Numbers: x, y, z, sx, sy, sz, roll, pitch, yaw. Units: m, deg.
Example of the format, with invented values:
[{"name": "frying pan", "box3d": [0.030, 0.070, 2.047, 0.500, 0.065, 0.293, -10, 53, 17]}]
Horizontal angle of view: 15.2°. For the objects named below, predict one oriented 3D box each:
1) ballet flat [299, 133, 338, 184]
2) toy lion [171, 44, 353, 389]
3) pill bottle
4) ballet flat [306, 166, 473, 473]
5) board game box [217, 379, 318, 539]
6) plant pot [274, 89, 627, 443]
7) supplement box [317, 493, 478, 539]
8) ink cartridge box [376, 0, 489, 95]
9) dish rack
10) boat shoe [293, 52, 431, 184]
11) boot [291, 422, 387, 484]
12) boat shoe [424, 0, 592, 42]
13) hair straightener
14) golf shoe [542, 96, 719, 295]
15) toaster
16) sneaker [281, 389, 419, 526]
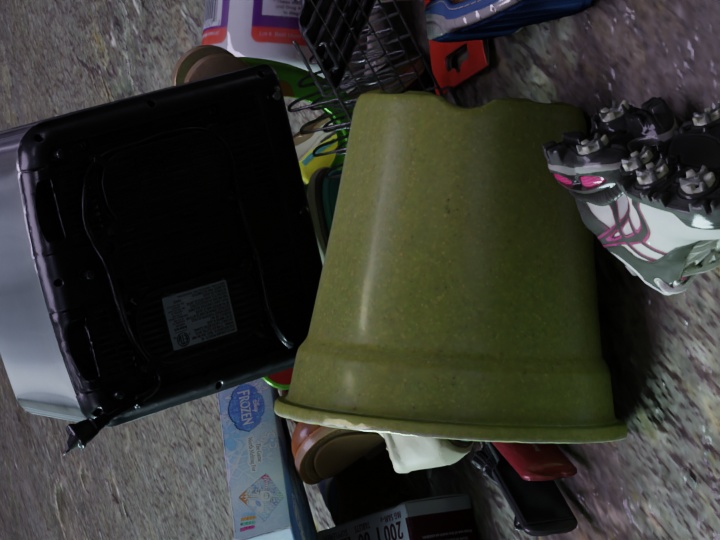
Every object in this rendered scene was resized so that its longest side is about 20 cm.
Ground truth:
[{"name": "ballet flat", "box3d": [0.000, 0.000, 1.798, 0.067, 0.067, 0.201, 46, 156, 57]}, {"name": "toy lion", "box3d": [-0.042, -0.026, 1.715, 0.069, 0.191, 0.201, -143, 66, -73]}, {"name": "pill bottle", "box3d": [-0.045, -0.227, 1.807, 0.111, 0.111, 0.201, 174, 101, -74]}, {"name": "ballet flat", "box3d": [0.002, 0.036, 1.677, 0.201, 0.069, 0.069, 63, 163, -1]}, {"name": "board game box", "box3d": [-0.053, 0.188, 1.843, 0.199, 0.043, 0.201, -100, -3, -54]}, {"name": "plant pot", "box3d": [0.056, -0.005, 1.517, 0.200, 0.199, 0.185, -173, 86, -73]}, {"name": "supplement box", "box3d": [0.041, 0.261, 1.828, 0.109, 0.061, 0.201, -25, 74, 50]}, {"name": "ink cartridge box", "box3d": [0.028, -0.214, 1.700, 0.109, 0.050, 0.201, 153, 109, -72]}, {"name": "dish rack", "box3d": [0.005, -0.101, 1.633, 0.201, 0.054, 0.154, 61, -154, -26]}, {"name": "boat shoe", "box3d": [0.003, -0.088, 1.837, 0.066, 0.072, 0.201, 52, 149, -3]}, {"name": "boot", "box3d": [-0.036, 0.060, 1.831, 0.155, 0.074, 0.200, 58, -168, 8]}, {"name": "boat shoe", "box3d": [0.074, -0.173, 1.531, 0.200, 0.072, 0.073, 177, 86, -74]}, {"name": "hair straightener", "box3d": [0.088, 0.126, 1.688, 0.200, 0.041, 0.077, -139, 44, -66]}, {"name": "golf shoe", "box3d": [0.163, -0.033, 1.338, 0.088, 0.077, 0.200, 64, 170, -14]}, {"name": "toaster", "box3d": [-0.129, -0.009, 1.580, 0.118, 0.199, 0.182, -4, 102, 60]}, {"name": "sneaker", "box3d": [0.007, 0.162, 1.961, 0.201, 0.067, 0.090, 64, -178, 18]}]
